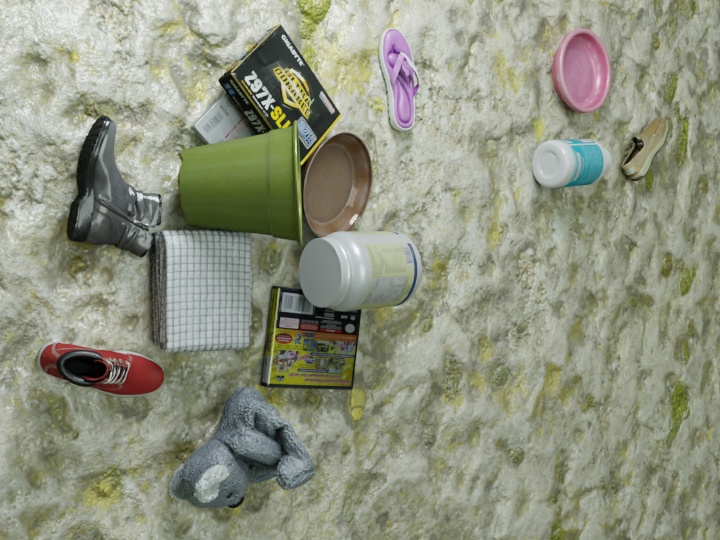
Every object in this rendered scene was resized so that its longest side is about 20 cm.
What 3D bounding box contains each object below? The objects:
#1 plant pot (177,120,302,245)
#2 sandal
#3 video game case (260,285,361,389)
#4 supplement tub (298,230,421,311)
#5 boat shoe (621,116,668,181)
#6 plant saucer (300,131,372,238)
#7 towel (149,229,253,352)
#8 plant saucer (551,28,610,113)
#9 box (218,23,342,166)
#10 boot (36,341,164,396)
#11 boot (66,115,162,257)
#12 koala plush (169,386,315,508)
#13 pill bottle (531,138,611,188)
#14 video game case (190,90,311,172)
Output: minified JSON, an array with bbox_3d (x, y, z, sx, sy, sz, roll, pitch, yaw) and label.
[{"bbox_3d":[-0.191,-0.138,1.243,0.188,0.200,0.202,-2,93,-4],"label":"plant pot"},{"bbox_3d":[0.089,-0.384,1.543,0.082,0.050,0.205,-15,100,-36],"label":"sandal"},{"bbox_3d":[-0.088,0.130,1.445,0.199,0.025,0.183,9,86,-38],"label":"video game case"},{"bbox_3d":[0.000,0.000,1.421,0.199,0.144,0.147,-3,94,-43],"label":"supplement tub"},{"bbox_3d":[0.755,-0.338,2.047,0.076,0.072,0.201,36,70,-20],"label":"boat shoe"},{"bbox_3d":[-0.051,-0.158,1.426,0.200,0.036,0.202,-26,124,-47],"label":"plant saucer"},{"bbox_3d":[-0.263,0.034,1.273,0.165,0.085,0.202,-1,91,-39],"label":"towel"},{"bbox_3d":[0.534,-0.484,1.880,0.199,0.051,0.203,-1,92,-37],"label":"plant saucer"},{"bbox_3d":[-0.137,-0.304,1.358,0.201,0.049,0.160,54,53,-25],"label":"box"},{"bbox_3d":[-0.369,0.156,1.157,0.199,0.144,0.073,18,79,-38],"label":"boot"},{"bbox_3d":[-0.370,-0.129,1.194,0.131,0.070,0.202,11,97,-34],"label":"boot"},{"bbox_3d":[-0.217,0.315,1.274,0.199,0.177,0.185,-33,99,-31],"label":"koala plush"},{"bbox_3d":[0.511,-0.256,1.833,0.199,0.110,0.112,-8,97,-36],"label":"pill bottle"},{"bbox_3d":[-0.187,-0.224,1.359,0.200,0.018,0.144,50,63,-27],"label":"video game case"}]
